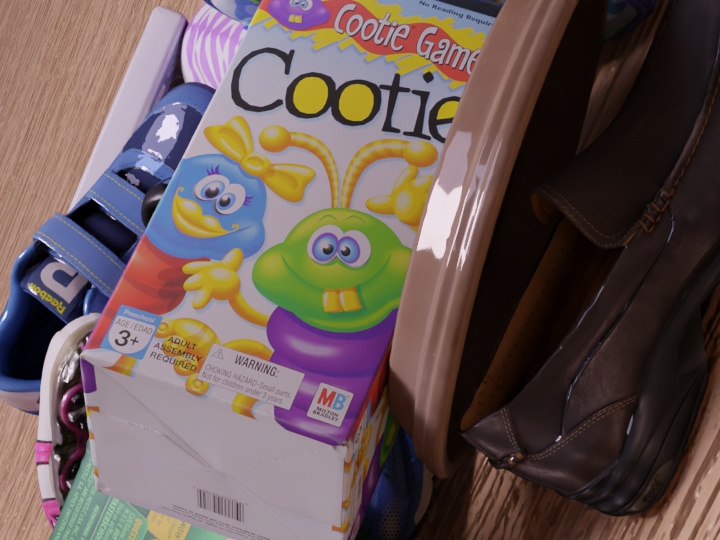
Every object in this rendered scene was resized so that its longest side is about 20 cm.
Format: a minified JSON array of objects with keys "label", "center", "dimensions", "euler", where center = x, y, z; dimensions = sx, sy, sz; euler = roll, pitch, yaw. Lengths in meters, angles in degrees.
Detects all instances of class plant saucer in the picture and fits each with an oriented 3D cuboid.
[{"label":"plant saucer","center":[0.051,-0.022,0.802],"dimensions":[0.200,0.029,0.201],"euler":[18,-90,-79]}]

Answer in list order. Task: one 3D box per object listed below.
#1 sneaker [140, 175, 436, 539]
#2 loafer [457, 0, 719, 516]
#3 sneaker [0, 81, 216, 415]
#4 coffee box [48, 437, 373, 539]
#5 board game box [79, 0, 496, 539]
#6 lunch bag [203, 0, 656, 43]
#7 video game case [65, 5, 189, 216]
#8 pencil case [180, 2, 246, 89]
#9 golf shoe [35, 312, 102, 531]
[{"label":"sneaker","center":[-0.039,0.042,0.926],"dimensions":[0.079,0.089,0.201],"euler":[-48,62,45]},{"label":"loafer","center":[0.094,-0.017,0.759],"dimensions":[0.073,0.072,0.201],"euler":[4,77,69]},{"label":"sneaker","center":[-0.127,-0.007,1.116],"dimensions":[0.074,0.082,0.201],"euler":[34,99,23]},{"label":"coffee box","center":[-0.044,0.146,0.873],"dimensions":[0.200,0.044,0.124],"euler":[36,112,30]},{"label":"board game box","center":[-0.019,-0.005,0.834],"dimensions":[0.103,0.104,0.201],"euler":[94,-164,-55]},{"label":"lunch bag","center":[0.024,-0.139,0.914],"dimensions":[0.200,0.160,0.083],"euler":[-15,59,65]},{"label":"video game case","center":[-0.133,-0.034,1.281],"dimensions":[0.182,0.023,0.201],"euler":[69,-139,-75]},{"label":"pencil case","center":[-0.039,-0.100,1.150],"dimensions":[0.086,0.083,0.200],"euler":[-69,21,4]},{"label":"golf shoe","center":[-0.119,0.094,0.991],"dimensions":[0.092,0.072,0.201],"euler":[39,147,40]}]
